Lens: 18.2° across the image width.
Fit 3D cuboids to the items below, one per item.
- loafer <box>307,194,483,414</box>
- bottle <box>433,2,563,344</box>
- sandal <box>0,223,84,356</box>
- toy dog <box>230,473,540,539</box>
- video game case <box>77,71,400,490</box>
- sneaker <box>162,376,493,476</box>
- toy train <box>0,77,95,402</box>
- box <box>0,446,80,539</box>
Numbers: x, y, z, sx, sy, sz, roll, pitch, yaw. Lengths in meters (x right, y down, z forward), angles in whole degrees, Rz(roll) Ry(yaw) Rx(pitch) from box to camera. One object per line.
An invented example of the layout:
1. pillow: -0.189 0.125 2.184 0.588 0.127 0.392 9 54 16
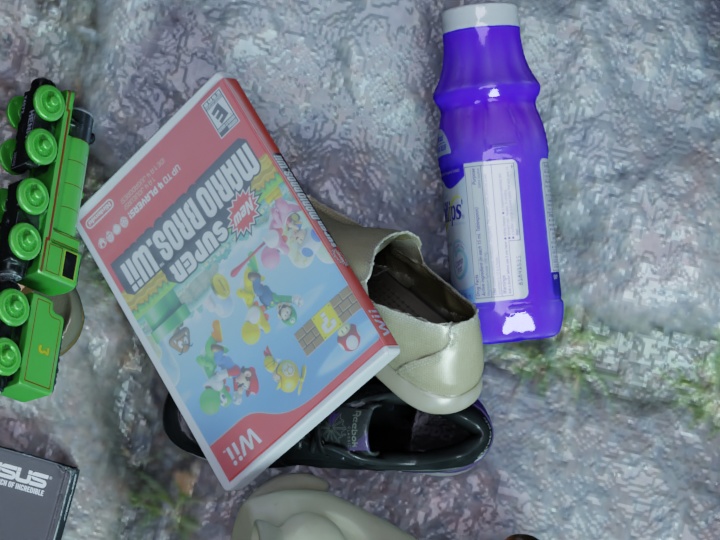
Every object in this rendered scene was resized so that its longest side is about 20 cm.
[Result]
1. loafer: 0.000 0.000 1.316 0.200 0.076 0.069 37 128 18
2. bottle: 0.080 -0.057 1.338 0.065 0.084 0.201 -5 89 -7
3. sandal: -0.249 -0.021 1.348 0.200 0.054 0.080 41 88 1
4. toy dog: 0.021 0.206 1.305 0.199 0.194 0.140 10 115 -10
5. video game case: -0.077 0.006 1.308 0.143 0.017 0.201 -41 69 27
6. sneaker: -0.019 0.084 1.330 0.199 0.088 0.076 2 88 0
7. toy train: -0.192 -0.018 1.327 0.056 0.042 0.201 24 63 -37
8. box: -0.284 0.169 1.341 0.199 0.044 0.161 16 84 0
